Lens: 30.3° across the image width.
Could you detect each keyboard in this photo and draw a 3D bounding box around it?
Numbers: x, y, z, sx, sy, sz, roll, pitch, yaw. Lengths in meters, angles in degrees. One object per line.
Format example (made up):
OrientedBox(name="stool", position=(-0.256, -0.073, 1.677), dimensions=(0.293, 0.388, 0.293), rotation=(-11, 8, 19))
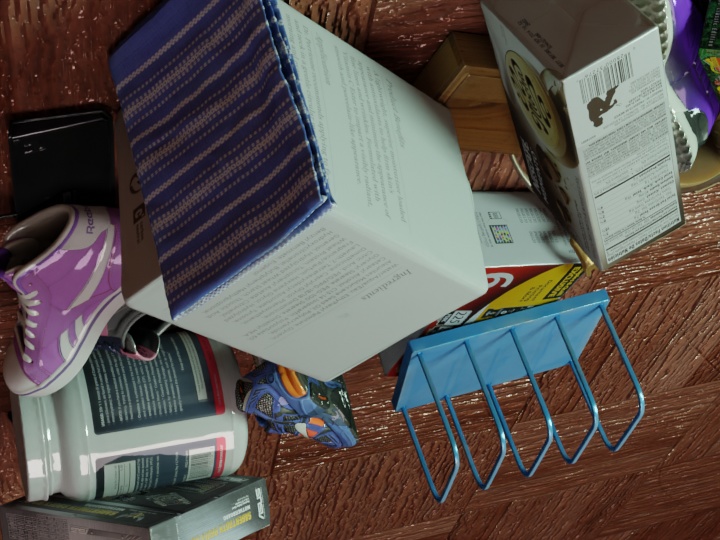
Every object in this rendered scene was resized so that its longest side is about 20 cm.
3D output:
OrientedBox(name="keyboard", position=(-0.246, -0.050, 0.998), dimensions=(0.126, 0.021, 0.200), rotation=(-15, 152, -19))

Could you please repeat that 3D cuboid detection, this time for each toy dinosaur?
OrientedBox(name="toy dinosaur", position=(0.192, -0.055, 1.175), dimensions=(0.199, 0.107, 0.060), rotation=(2, 144, -47))

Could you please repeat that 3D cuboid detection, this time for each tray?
OrientedBox(name="tray", position=(0.133, -0.133, 1.052), dimensions=(0.199, 0.037, 0.099), rotation=(2, 147, -32))

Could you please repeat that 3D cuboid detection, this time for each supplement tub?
OrientedBox(name="supplement tub", position=(-0.213, 0.133, 1.222), dimensions=(0.198, 0.141, 0.141), rotation=(-7, 151, -19))

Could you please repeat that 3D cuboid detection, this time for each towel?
OrientedBox(name="towel", position=(-0.093, -0.090, 0.816), dimensions=(0.144, 0.201, 0.024), rotation=(-34, 151, 32))

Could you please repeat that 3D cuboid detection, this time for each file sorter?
OrientedBox(name="file sorter", position=(0.147, 0.123, 1.256), dimensions=(0.198, 0.123, 0.139), rotation=(-14, 153, -13))

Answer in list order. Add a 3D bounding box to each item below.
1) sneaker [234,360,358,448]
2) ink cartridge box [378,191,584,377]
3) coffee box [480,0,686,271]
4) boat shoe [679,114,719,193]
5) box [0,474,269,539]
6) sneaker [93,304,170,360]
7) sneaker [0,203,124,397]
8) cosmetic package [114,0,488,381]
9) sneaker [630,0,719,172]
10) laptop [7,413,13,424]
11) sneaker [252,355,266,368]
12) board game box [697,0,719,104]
OrientedBox(name="sneaker", position=(-0.057, 0.120, 1.228), dimensions=(0.078, 0.076, 0.200), rotation=(-18, 152, 11))
OrientedBox(name="ink cartridge box", position=(0.126, 0.013, 1.264), dimensions=(0.174, 0.084, 0.200), rotation=(-3, 149, -29))
OrientedBox(name="coffee box", position=(0.164, -0.111, 0.962), dimensions=(0.079, 0.113, 0.201), rotation=(-29, 138, -5))
OrientedBox(name="boat shoe", position=(0.284, -0.098, 1.145), dimensions=(0.199, 0.071, 0.070), rotation=(-13, 162, -31))
OrientedBox(name="box", position=(-0.209, 0.227, 1.236), dimensions=(0.199, 0.049, 0.158), rotation=(-1, -171, 35))
OrientedBox(name="sneaker", position=(-0.211, 0.047, 1.118), dimensions=(0.199, 0.083, 0.070), rotation=(-30, 162, 33))
OrientedBox(name="sneaker", position=(-0.252, 0.019, 1.033), dimensions=(0.114, 0.073, 0.201), rotation=(11, 127, -46))
OrientedBox(name="cosmetic package", position=(-0.043, -0.049, 0.928), dimensions=(0.164, 0.166, 0.199), rotation=(-31, 141, 31))
OrientedBox(name="sneaker", position=(0.235, -0.178, 1.004), dimensions=(0.100, 0.069, 0.201), rotation=(-47, 139, -21))
OrientedBox(name="laptop", position=(-0.237, 0.156, 1.393), dimensions=(0.200, 0.103, 0.178), rotation=(-39, 158, -15))
OrientedBox(name="sneaker", position=(-0.050, 0.050, 1.243), dimensions=(0.112, 0.072, 0.200), rotation=(-12, 150, -4))
OrientedBox(name="board game box", position=(0.299, -0.166, 1.023), dimensions=(0.023, 0.106, 0.200), rotation=(6, 164, 28))
